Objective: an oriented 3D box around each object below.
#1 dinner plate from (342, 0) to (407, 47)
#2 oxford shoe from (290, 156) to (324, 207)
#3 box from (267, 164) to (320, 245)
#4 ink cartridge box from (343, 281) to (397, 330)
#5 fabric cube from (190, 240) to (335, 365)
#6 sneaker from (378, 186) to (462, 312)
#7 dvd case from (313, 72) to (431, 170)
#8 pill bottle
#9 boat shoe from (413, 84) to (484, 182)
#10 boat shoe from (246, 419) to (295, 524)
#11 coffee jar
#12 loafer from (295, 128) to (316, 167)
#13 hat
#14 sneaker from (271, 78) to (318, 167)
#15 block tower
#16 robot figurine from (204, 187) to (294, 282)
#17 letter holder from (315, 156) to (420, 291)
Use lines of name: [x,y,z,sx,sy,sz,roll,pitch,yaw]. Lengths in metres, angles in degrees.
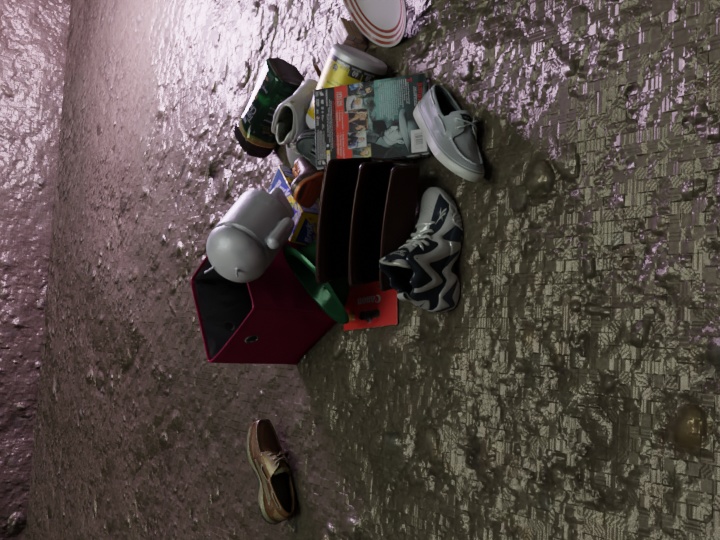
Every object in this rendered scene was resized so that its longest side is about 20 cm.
dinner plate: [0.023,-0.494,1.434,0.200,0.024,0.201,44,154,27]
oxford shoe: [-0.100,-0.166,1.481,0.072,0.200,0.072,30,108,5]
box: [-0.123,-0.128,1.588,0.070,0.064,0.200,-64,30,24]
ink cartridge box: [0.000,0.000,1.445,0.160,0.050,0.202,-12,73,52]
fabric cube: [-0.185,0.052,1.558,0.196,0.198,0.201,-46,50,38]
sneaker: [0.087,-0.038,1.263,0.079,0.129,0.202,-3,83,51]
dvd case: [0.018,-0.252,1.382,0.198,0.022,0.148,-6,78,15]
pill bottle: [-0.035,-0.300,1.483,0.111,0.110,0.201,47,122,46]
boat shoe: [0.144,-0.221,1.264,0.072,0.069,0.202,-59,40,34]
boat shoe: [-0.167,0.392,1.595,0.074,0.075,0.202,-28,71,42]
coffee jar: [-0.198,-0.343,1.730,0.201,0.085,0.105,-57,44,31]
loafer: [-0.031,-0.197,1.418,0.198,0.063,0.072,20,124,17]
hat: [-0.026,-0.037,1.427,0.176,0.201,0.165,-40,20,-16]
sneaker: [-0.134,-0.262,1.569,0.073,0.116,0.201,28,137,14]
block tower: [-0.059,-0.388,1.576,0.200,0.054,0.058,-51,47,37]
robot figurine: [-0.192,-0.059,1.403,0.168,0.113,0.201,-6,38,38]
letter holder: [0.009,-0.073,1.296,0.100,0.142,0.202,14,106,33]
